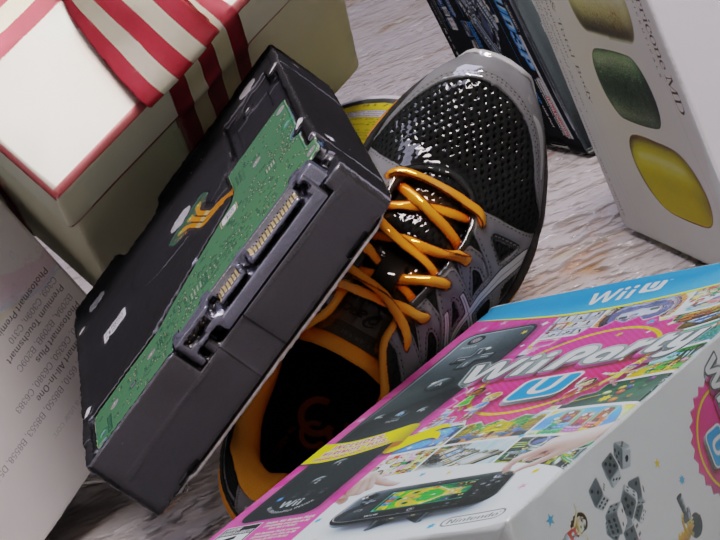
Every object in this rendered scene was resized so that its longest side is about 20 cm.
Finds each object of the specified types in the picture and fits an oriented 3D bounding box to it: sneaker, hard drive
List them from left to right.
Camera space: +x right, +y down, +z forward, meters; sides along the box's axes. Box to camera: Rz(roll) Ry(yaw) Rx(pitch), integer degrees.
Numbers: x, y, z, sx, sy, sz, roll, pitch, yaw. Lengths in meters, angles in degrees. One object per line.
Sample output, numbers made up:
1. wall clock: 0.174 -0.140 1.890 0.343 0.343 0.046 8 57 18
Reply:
1. hard drive: -0.051 -0.002 1.033 0.140 0.038 0.200 -54 14 7
2. sneaker: 0.010 0.011 1.016 0.201 0.078 0.077 -64 -8 -3

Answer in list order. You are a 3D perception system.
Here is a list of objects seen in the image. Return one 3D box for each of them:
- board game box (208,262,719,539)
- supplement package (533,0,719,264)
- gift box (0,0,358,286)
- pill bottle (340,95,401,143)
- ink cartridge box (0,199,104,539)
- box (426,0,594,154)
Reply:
1. board game box: 0.055 0.069 0.907 0.147 0.064 0.200 -13 15 41
2. supplement package: 0.178 -0.102 1.188 0.150 0.152 0.200 -25 13 -7
3. gift box: -0.111 -0.127 1.164 0.200 0.184 0.187 -52 -15 -11
4. pill bottle: 0.000 0.000 1.181 0.111 0.112 0.200 -20 13 13
5. ink cartridge box: -0.197 0.045 1.191 0.128 0.200 0.125 -8 40 49
6. box: 0.072 -0.164 1.527 0.046 0.201 0.159 -30 13 -11
